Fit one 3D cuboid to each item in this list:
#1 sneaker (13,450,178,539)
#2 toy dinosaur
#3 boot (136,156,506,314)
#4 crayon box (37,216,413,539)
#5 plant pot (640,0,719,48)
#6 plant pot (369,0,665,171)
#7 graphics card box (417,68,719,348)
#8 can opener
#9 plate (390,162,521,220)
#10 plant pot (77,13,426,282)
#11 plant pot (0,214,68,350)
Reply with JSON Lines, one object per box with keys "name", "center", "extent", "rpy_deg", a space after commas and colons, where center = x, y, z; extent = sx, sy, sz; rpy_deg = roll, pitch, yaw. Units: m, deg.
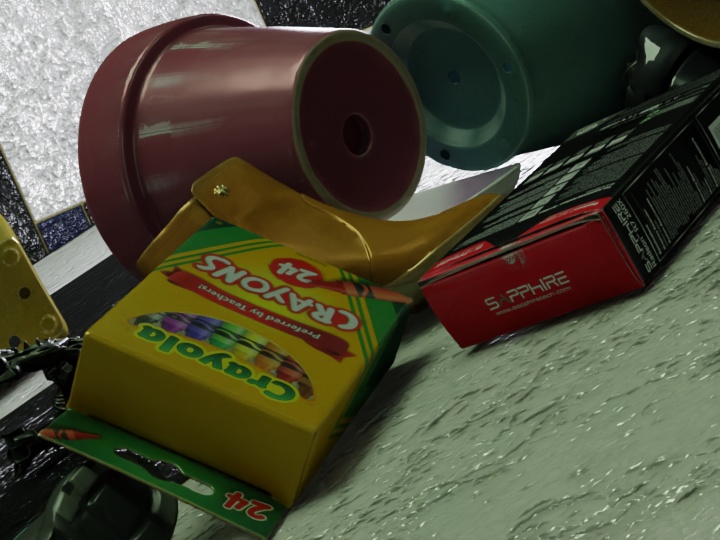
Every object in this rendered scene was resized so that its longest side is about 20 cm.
{"name": "sneaker", "center": [-0.157, 0.167, 0.787], "extent": [0.200, 0.075, 0.079], "rpy_deg": [-42, -7, -46]}
{"name": "toy dinosaur", "center": [-0.209, 0.078, 1.283], "extent": [0.136, 0.102, 0.200], "rpy_deg": [-17, -17, -20]}
{"name": "boot", "center": [-0.023, -0.025, 1.036], "extent": [0.201, 0.144, 0.071], "rpy_deg": [-39, -18, -22]}
{"name": "crayon box", "center": [-0.062, 0.048, 0.880], "extent": [0.200, 0.127, 0.051], "rpy_deg": [-52, -17, -61]}
{"name": "plant pot", "center": [0.273, -0.270, 1.084], "extent": [0.200, 0.186, 0.186], "rpy_deg": [-34, 10, -20]}
{"name": "plant pot", "center": [0.111, -0.168, 1.208], "extent": [0.200, 0.200, 0.188], "rpy_deg": [-20, 16, 48]}
{"name": "graphics card box", "center": [0.132, -0.038, 0.931], "extent": [0.125, 0.051, 0.200], "rpy_deg": [-23, 14, 41]}
{"name": "can opener", "center": [0.243, -0.151, 1.177], "extent": [0.200, 0.079, 0.063], "rpy_deg": [-37, -28, -46]}
{"name": "plate", "center": [0.000, 0.000, 1.192], "extent": [0.200, 0.032, 0.200], "rpy_deg": [-36, 10, -27]}
{"name": "plant pot", "center": [-0.061, -0.085, 1.165], "extent": [0.179, 0.200, 0.200], "rpy_deg": [-8, 23, 44]}
{"name": "plant pot", "center": [-0.422, 0.044, 1.804], "extent": [0.194, 0.196, 0.200], "rpy_deg": [-37, 18, -32]}
